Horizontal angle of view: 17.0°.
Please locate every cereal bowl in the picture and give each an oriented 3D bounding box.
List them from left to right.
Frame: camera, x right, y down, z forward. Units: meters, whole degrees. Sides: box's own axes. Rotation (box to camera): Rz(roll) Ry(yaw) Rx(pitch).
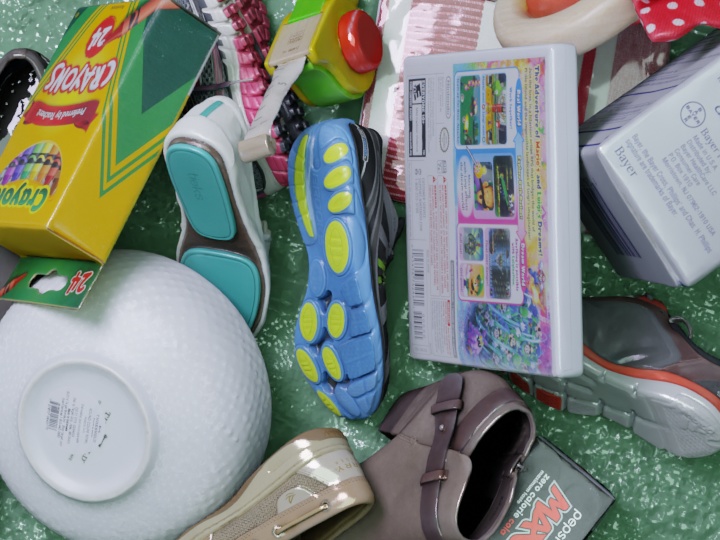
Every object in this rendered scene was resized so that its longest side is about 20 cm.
[{"bbox_3d":[-0.161,0.093,1.558,0.198,0.083,0.202,5,105,17],"label":"cereal bowl"}]

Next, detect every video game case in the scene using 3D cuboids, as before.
[{"bbox_3d":[0.081,-0.038,1.522,0.024,0.182,0.202,-3,93,-29],"label":"video game case"}]

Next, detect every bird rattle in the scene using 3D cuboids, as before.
[{"bbox_3d":[0.160,-0.183,1.529,0.163,0.201,0.113,-33,126,14],"label":"bird rattle"}]

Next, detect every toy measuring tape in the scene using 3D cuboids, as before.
[{"bbox_3d":[-0.030,-0.118,1.563,0.073,0.074,0.201,13,44,6],"label":"toy measuring tape"}]

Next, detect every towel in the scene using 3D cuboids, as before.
[{"bbox_3d":[0.100,-0.105,1.609,0.198,0.023,0.145,10,89,8],"label":"towel"}]

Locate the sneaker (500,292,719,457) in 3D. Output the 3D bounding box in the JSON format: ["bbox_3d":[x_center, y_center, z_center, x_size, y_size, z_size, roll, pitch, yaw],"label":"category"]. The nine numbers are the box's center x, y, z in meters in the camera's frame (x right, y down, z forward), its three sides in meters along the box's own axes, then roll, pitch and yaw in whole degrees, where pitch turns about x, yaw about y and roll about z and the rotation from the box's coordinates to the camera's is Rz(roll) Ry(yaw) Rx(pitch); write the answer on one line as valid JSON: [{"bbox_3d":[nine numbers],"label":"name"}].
[{"bbox_3d":[0.162,0.049,1.579,0.199,0.077,0.082,28,57,13],"label":"sneaker"}]

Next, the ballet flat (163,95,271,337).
[{"bbox_3d":[-0.085,-0.032,1.564,0.069,0.201,0.070,-2,46,3],"label":"ballet flat"}]

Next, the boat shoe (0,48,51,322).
[{"bbox_3d":[-0.240,-0.049,1.618,0.071,0.061,0.203,8,87,6],"label":"boat shoe"}]

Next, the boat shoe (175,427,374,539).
[{"bbox_3d":[-0.070,0.186,1.551,0.200,0.071,0.065,-47,60,26],"label":"boat shoe"}]

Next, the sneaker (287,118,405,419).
[{"bbox_3d":[0.000,0.000,1.583,0.070,0.082,0.201,3,101,37],"label":"sneaker"}]

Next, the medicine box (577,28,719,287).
[{"bbox_3d":[0.233,-0.088,1.498,0.199,0.182,0.103,-35,95,-4],"label":"medicine box"}]

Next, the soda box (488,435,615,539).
[{"bbox_3d":[0.079,0.204,1.568,0.071,0.063,0.200,38,90,7],"label":"soda box"}]

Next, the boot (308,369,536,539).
[{"bbox_3d":[0.037,0.154,1.531,0.070,0.146,0.201,24,84,-25],"label":"boot"}]

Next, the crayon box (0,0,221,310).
[{"bbox_3d":[-0.178,-0.076,1.541,0.051,0.127,0.201,33,74,-30],"label":"crayon box"}]

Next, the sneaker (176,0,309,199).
[{"bbox_3d":[-0.100,-0.143,1.603,0.074,0.081,0.201,-22,81,20],"label":"sneaker"}]
